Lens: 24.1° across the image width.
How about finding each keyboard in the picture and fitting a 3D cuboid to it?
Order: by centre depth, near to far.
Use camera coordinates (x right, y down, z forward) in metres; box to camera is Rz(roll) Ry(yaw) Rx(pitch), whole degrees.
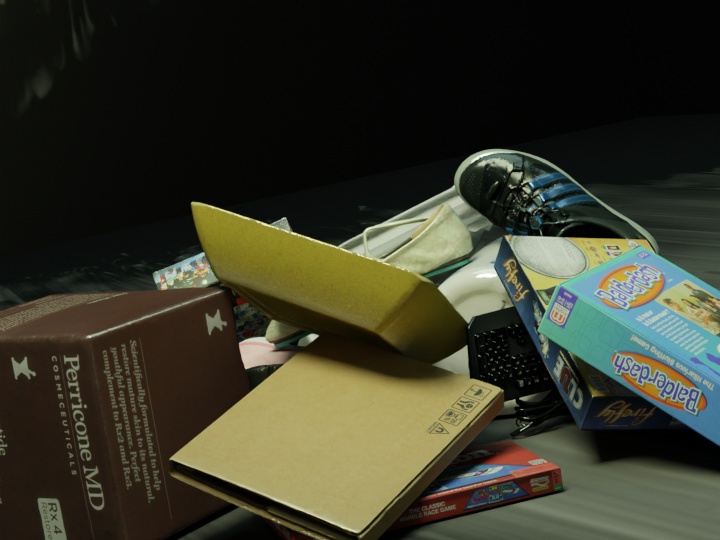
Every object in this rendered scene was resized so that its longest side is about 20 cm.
[{"bbox_3d":[0.174,0.072,1.372,0.199,0.105,0.040,-12,12,-33],"label":"keyboard"}]

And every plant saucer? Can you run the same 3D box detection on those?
[{"bbox_3d":[-0.023,0.021,1.316,0.199,0.049,0.200,18,-9,19],"label":"plant saucer"}]

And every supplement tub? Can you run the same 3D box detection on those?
[{"bbox_3d":[0.134,0.043,1.501,0.131,0.133,0.200,-6,9,18],"label":"supplement tub"}]

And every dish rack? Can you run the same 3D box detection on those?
[{"bbox_3d":[0.043,-0.005,1.590,0.199,0.044,0.172,-27,-18,-21],"label":"dish rack"}]

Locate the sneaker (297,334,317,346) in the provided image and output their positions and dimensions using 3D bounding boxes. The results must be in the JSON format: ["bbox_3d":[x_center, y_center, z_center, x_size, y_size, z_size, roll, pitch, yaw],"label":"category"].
[{"bbox_3d":[-0.005,0.093,1.529,0.080,0.071,0.200,6,-7,-23],"label":"sneaker"}]

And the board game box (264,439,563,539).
[{"bbox_3d":[0.034,0.160,1.212,0.199,0.020,0.103,-11,8,-15],"label":"board game box"}]

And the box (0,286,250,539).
[{"bbox_3d":[-0.210,0.111,1.289,0.199,0.167,0.164,-3,9,35],"label":"box"}]

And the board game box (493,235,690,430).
[{"bbox_3d":[0.200,0.046,1.320,0.135,0.035,0.200,2,37,-20],"label":"board game box"}]

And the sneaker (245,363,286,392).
[{"bbox_3d":[-0.010,0.113,1.359,0.199,0.076,0.115,3,1,7],"label":"sneaker"}]

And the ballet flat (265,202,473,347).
[{"bbox_3d":[0.000,0.000,1.460,0.199,0.063,0.067,-25,6,-5],"label":"ballet flat"}]

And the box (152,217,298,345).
[{"bbox_3d":[-0.105,0.037,1.627,0.136,0.038,0.200,-22,-30,1],"label":"box"}]

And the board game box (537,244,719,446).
[{"bbox_3d":[0.249,0.061,1.227,0.199,0.045,0.152,33,28,23],"label":"board game box"}]

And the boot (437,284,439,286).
[{"bbox_3d":[0.120,0.035,1.790,0.150,0.074,0.200,-14,4,-30],"label":"boot"}]

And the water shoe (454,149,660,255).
[{"bbox_3d":[0.171,-0.047,1.472,0.199,0.072,0.079,27,15,11],"label":"water shoe"}]

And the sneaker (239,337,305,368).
[{"bbox_3d":[-0.104,0.109,1.472,0.104,0.076,0.200,-23,8,-31],"label":"sneaker"}]

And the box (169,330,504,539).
[{"bbox_3d":[-0.014,0.117,1.213,0.163,0.021,0.200,17,35,29],"label":"box"}]
